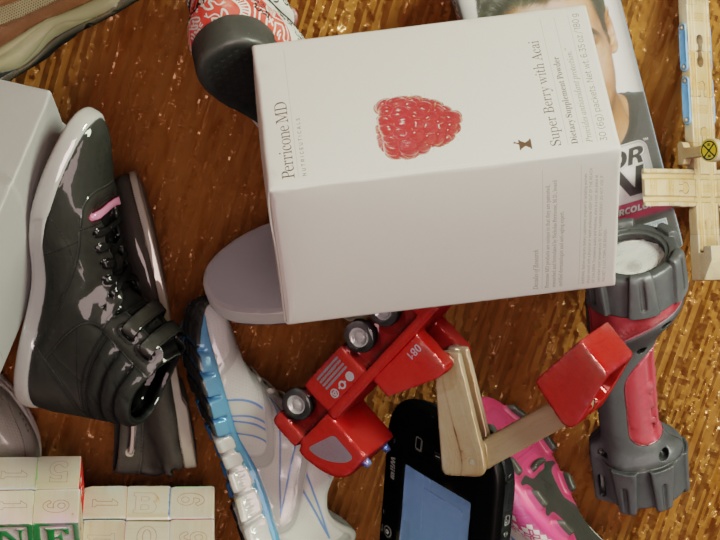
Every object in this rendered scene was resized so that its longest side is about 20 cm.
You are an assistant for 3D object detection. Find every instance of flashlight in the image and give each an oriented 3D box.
[{"bbox_3d":[0.178,0.065,1.443,0.068,0.068,0.201,-32,131,-25],"label":"flashlight"}]

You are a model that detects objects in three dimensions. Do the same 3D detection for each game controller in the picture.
[{"bbox_3d":[0.051,0.183,1.474,0.104,0.042,0.202,21,118,35],"label":"game controller"}]

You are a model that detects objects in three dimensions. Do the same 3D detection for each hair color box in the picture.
[{"bbox_3d":[0.128,-0.101,1.439,0.098,0.061,0.202,-16,102,1],"label":"hair color box"}]

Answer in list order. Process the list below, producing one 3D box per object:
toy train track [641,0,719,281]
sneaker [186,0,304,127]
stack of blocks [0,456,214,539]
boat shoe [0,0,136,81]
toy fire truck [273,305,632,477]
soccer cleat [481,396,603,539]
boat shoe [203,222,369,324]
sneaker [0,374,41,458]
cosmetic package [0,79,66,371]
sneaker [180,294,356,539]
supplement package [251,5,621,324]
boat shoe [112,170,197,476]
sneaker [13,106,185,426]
[{"bbox_3d":[0.221,-0.095,1.431,0.114,0.032,0.202,-2,88,-45],"label":"toy train track"},{"bbox_3d":[-0.042,-0.120,1.426,0.067,0.109,0.201,-27,138,17],"label":"sneaker"},{"bbox_3d":[-0.192,0.179,1.467,0.198,0.059,0.116,1,132,-3],"label":"stack of blocks"},{"bbox_3d":[-0.179,-0.183,1.405,0.199,0.076,0.074,-32,98,5],"label":"boat shoe"},{"bbox_3d":[0.053,0.074,1.389,0.141,0.049,0.200,47,118,9],"label":"toy fire truck"},{"bbox_3d":[0.115,0.178,1.497,0.086,0.070,0.200,-37,93,32],"label":"soccer cleat"},{"bbox_3d":[0.000,0.000,1.451,0.198,0.072,0.066,-19,146,-9],"label":"boat shoe"},{"bbox_3d":[-0.287,0.074,1.448,0.200,0.092,0.076,43,99,-10],"label":"sneaker"},{"bbox_3d":[-0.244,-0.009,1.371,0.089,0.107,0.201,11,62,11],"label":"cosmetic package"},{"bbox_3d":[-0.057,0.102,1.480,0.086,0.075,0.202,-20,108,-7],"label":"sneaker"},{"bbox_3d":[0.043,-0.061,1.330,0.198,0.122,0.120,-7,140,-2],"label":"supplement package"},{"bbox_3d":[-0.147,0.039,1.458,0.056,0.067,0.202,-11,106,-4],"label":"boat shoe"},{"bbox_3d":[-0.147,0.004,1.383,0.098,0.071,0.202,18,114,18],"label":"sneaker"}]
